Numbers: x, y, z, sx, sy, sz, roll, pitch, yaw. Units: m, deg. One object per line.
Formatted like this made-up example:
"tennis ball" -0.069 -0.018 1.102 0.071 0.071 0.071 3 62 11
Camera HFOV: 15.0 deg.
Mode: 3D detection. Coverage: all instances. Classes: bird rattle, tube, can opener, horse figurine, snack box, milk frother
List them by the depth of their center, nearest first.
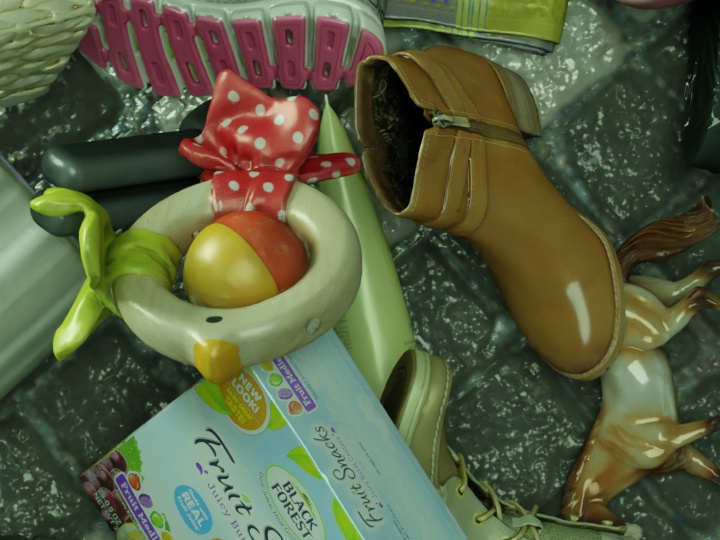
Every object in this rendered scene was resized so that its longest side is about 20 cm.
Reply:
"bird rattle" -0.069 -0.008 1.421 0.199 0.113 0.163 -24 45 -31
"snack box" -0.047 0.136 1.481 0.068 0.200 0.169 -30 84 -41
"milk frother" -0.259 0.005 1.485 0.188 0.200 0.181 -43 84 -6
"can opener" -0.106 -0.057 1.520 0.066 0.200 0.053 30 118 31
"tube" 0.000 0.000 1.560 0.052 0.058 0.201 -11 88 -44
"horse figurine" 0.176 0.058 1.564 0.132 0.050 0.201 -3 93 15

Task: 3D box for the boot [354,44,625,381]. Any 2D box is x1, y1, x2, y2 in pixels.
"boot" 0.070 -0.032 1.513 0.076 0.155 0.201 -19 80 28

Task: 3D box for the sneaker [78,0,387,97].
"sneaker" -0.072 -0.153 1.570 0.199 0.074 0.088 3 44 18

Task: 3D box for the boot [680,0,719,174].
"boot" 0.277 -0.131 1.581 0.167 0.076 0.201 12 70 -12

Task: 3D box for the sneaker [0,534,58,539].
"sneaker" -0.239 0.204 1.540 0.199 0.075 0.080 -13 105 -2

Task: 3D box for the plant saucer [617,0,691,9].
"plant saucer" 0.204 -0.235 1.537 0.051 0.200 0.201 23 84 -26

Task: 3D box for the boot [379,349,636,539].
"boot" 0.078 0.137 1.513 0.154 0.072 0.201 7 120 0

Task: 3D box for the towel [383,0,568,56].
"towel" 0.064 -0.230 1.606 0.143 0.023 0.201 11 85 0

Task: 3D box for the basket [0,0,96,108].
"basket" -0.260 -0.148 1.493 0.199 0.136 0.124 -17 77 -28
